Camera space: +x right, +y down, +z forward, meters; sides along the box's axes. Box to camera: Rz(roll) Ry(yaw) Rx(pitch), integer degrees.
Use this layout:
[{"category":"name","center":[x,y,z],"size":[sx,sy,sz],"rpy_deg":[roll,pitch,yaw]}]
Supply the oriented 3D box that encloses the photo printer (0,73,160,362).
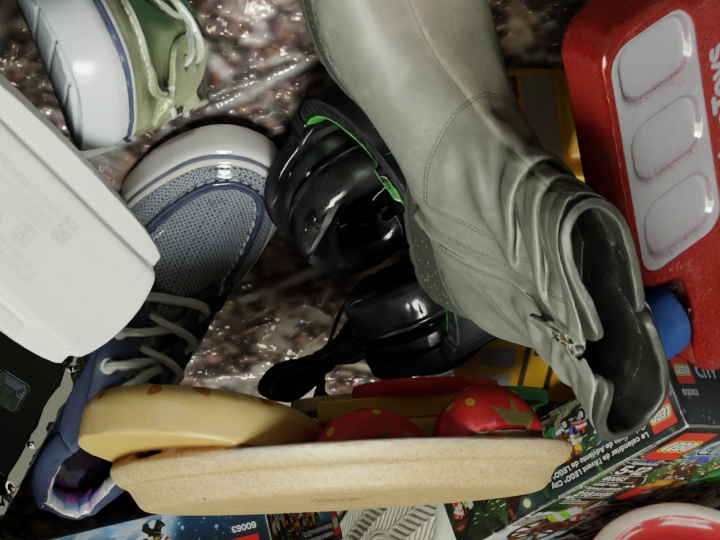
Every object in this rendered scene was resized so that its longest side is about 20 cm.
[{"category":"photo printer","center":[-0.178,-0.067,0.994],"size":[0.069,0.200,0.166],"rpy_deg":[-47,144,-4]}]

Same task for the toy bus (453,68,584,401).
[{"category":"toy bus","center":[0.088,-0.026,1.164],"size":[0.078,0.065,0.200],"rpy_deg":[2,142,-5]}]

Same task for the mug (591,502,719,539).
[{"category":"mug","center":[0.112,0.214,1.248],"size":[0.177,0.133,0.200],"rpy_deg":[-16,147,-25]}]

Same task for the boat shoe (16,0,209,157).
[{"category":"boat shoe","center":[-0.091,-0.085,1.026],"size":[0.062,0.072,0.200],"rpy_deg":[-22,-179,-4]}]

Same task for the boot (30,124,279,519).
[{"category":"boot","center":[-0.089,0.027,1.192],"size":[0.073,0.090,0.200],"rpy_deg":[15,138,-22]}]

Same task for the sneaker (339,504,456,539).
[{"category":"sneaker","center":[0.024,0.167,1.398],"size":[0.084,0.075,0.200],"rpy_deg":[13,147,-22]}]

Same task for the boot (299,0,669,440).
[{"category":"boot","center":[0.054,-0.042,0.962],"size":[0.068,0.131,0.200],"rpy_deg":[-32,123,-14]}]

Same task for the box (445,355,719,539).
[{"category":"box","center":[0.151,0.086,1.263],"size":[0.137,0.038,0.200],"rpy_deg":[-33,157,35]}]

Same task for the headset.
[{"category":"headset","center":[0.000,0.000,1.139],"size":[0.094,0.124,0.200],"rpy_deg":[-29,164,-15]}]

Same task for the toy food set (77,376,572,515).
[{"category":"toy food set","center":[-0.011,0.073,1.127],"size":[0.200,0.049,0.198],"rpy_deg":[-5,172,7]}]

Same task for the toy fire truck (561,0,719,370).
[{"category":"toy fire truck","center":[0.151,-0.047,1.032],"size":[0.168,0.112,0.200],"rpy_deg":[-33,133,-24]}]

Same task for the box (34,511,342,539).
[{"category":"box","center":[-0.121,0.142,1.319],"size":[0.200,0.038,0.137],"rpy_deg":[-14,176,12]}]

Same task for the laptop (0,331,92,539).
[{"category":"laptop","center":[-0.203,0.026,1.177],"size":[0.177,0.103,0.200],"rpy_deg":[31,111,3]}]
